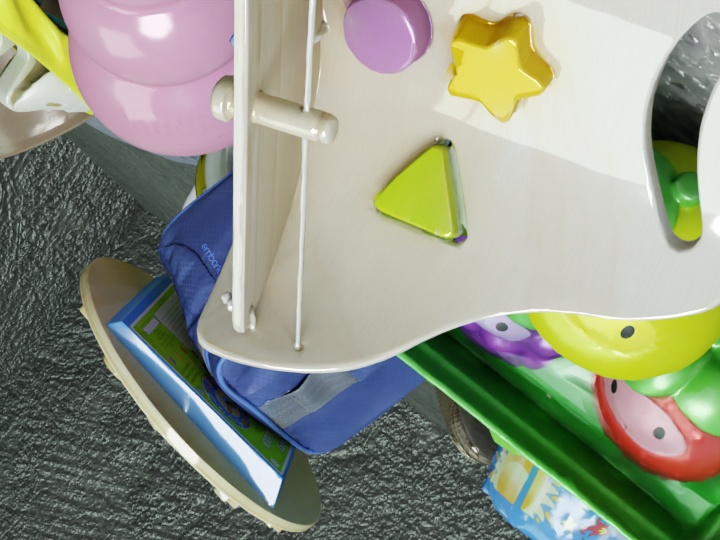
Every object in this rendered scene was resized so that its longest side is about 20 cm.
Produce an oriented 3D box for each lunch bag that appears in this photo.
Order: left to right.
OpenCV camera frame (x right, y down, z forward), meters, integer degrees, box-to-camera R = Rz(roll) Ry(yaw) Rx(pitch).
[{"bbox_3d":[0.000,0.000,0.924,0.136,0.200,0.133,42,-169,-47],"label":"lunch bag"}]

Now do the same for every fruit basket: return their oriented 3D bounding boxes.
[{"bbox_3d":[0.106,0.016,0.691,0.215,0.156,0.216,34,-169,-8],"label":"fruit basket"}]

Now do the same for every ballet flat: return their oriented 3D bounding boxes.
[{"bbox_3d":[-0.194,-0.130,0.913,0.067,0.067,0.200,31,172,36],"label":"ballet flat"},{"bbox_3d":[0.082,0.099,1.425,0.067,0.046,0.201,27,-150,-37],"label":"ballet flat"}]

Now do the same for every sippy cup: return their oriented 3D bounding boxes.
[{"bbox_3d":[0.137,0.091,0.883,0.177,0.131,0.140,28,-173,-16],"label":"sippy cup"}]

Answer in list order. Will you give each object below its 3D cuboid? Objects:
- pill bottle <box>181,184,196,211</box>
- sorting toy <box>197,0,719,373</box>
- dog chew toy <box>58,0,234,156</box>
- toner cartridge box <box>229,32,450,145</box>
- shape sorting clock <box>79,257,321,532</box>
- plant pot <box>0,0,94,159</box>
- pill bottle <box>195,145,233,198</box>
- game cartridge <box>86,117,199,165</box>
[{"bbox_3d":[-0.058,-0.020,1.477,0.200,0.112,0.111,37,174,11],"label":"pill bottle"},{"bbox_3d":[0.044,-0.056,0.524,0.179,0.107,0.201,15,131,13],"label":"sorting toy"},{"bbox_3d":[-0.100,-0.142,0.836,0.124,0.125,0.200,37,166,15],"label":"dog chew toy"},{"bbox_3d":[0.004,-0.088,0.713,0.095,0.043,0.200,33,-174,-1],"label":"toner cartridge box"},{"bbox_3d":[-0.093,0.073,0.943,0.200,0.039,0.200,44,-170,-9],"label":"shape sorting clock"},{"bbox_3d":[-0.242,-0.197,1.071,0.200,0.200,0.175,29,151,57],"label":"plant pot"},{"bbox_3d":[-0.052,-0.065,1.097,0.114,0.114,0.200,39,173,-6],"label":"pill bottle"},{"bbox_3d":[-0.141,-0.113,1.289,0.132,0.041,0.200,8,175,16],"label":"game cartridge"}]
